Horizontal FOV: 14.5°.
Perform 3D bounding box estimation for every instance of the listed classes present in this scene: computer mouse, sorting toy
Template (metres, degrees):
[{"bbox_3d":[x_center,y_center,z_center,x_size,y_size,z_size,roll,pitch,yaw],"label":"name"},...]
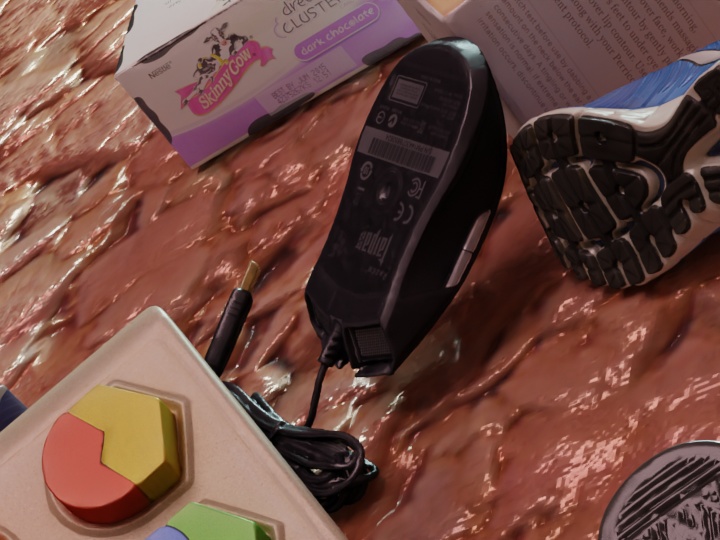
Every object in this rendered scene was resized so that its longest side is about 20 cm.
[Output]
[{"bbox_3d":[0.000,0.000,1.180,0.140,0.046,0.201,12,82,56],"label":"computer mouse"},{"bbox_3d":[-0.109,0.123,1.103,0.185,0.036,0.200,-40,49,-2],"label":"sorting toy"}]

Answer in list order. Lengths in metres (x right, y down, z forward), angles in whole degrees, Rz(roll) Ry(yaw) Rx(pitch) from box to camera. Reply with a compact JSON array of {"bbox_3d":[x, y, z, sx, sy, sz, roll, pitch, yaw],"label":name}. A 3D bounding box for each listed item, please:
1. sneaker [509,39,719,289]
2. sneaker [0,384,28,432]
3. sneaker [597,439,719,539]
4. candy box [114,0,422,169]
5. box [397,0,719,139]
[{"bbox_3d":[0.140,-0.050,1.100,0.089,0.079,0.200,-29,8,-38],"label":"sneaker"},{"bbox_3d":[-0.218,0.139,1.245,0.115,0.081,0.200,-9,40,44],"label":"sneaker"},{"bbox_3d":[0.144,0.134,0.716,0.084,0.121,0.200,-39,54,-1],"label":"sneaker"},{"bbox_3d":[-0.034,-0.166,1.508,0.167,0.072,0.200,-28,27,22],"label":"candy box"},{"bbox_3d":[0.119,-0.154,1.242,0.200,0.106,0.152,-40,25,0],"label":"box"}]
